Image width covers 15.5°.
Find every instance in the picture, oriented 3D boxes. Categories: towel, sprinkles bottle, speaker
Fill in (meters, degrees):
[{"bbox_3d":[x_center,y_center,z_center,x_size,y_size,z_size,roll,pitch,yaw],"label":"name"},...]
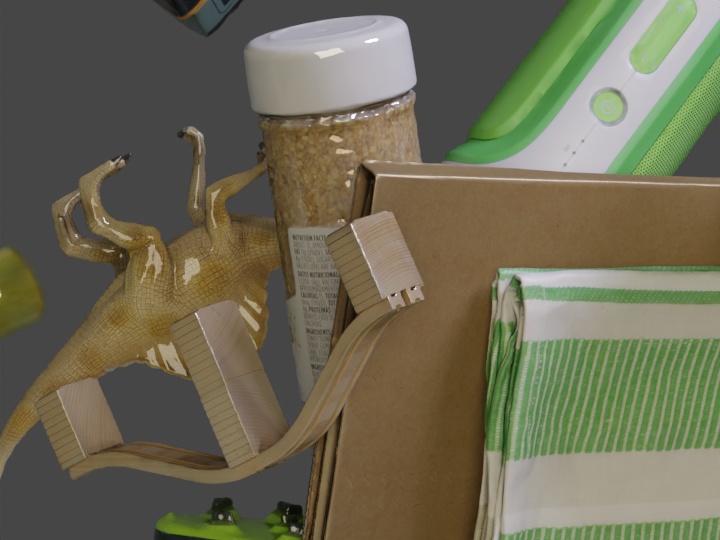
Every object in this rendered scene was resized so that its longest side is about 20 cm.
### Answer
[{"bbox_3d":[0.111,0.097,1.069,0.152,0.023,0.202,-2,101,-30],"label":"towel"},{"bbox_3d":[0.000,0.000,1.081,0.068,0.068,0.201,-10,103,-4],"label":"sprinkles bottle"},{"bbox_3d":[0.113,-0.082,1.114,0.088,0.088,0.200,37,84,0],"label":"speaker"}]

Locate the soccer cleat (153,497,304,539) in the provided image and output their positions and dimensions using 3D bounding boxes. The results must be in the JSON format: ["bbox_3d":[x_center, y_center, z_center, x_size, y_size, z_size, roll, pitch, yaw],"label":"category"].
[{"bbox_3d":[0.006,0.151,1.099,0.199,0.068,0.082,16,93,-3],"label":"soccer cleat"}]

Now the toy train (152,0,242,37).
[{"bbox_3d":[-0.043,-0.192,1.102,0.085,0.114,0.200,36,80,22],"label":"toy train"}]

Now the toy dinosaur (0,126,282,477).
[{"bbox_3d":[-0.088,0.005,1.109,0.199,0.058,0.102,-30,88,-5],"label":"toy dinosaur"}]

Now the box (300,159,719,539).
[{"bbox_3d":[0.078,0.039,1.069,0.199,0.021,0.165,1,105,-28],"label":"box"}]

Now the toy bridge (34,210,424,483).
[{"bbox_3d":[-0.050,0.046,1.034,0.199,0.027,0.068,-29,82,39],"label":"toy bridge"}]
